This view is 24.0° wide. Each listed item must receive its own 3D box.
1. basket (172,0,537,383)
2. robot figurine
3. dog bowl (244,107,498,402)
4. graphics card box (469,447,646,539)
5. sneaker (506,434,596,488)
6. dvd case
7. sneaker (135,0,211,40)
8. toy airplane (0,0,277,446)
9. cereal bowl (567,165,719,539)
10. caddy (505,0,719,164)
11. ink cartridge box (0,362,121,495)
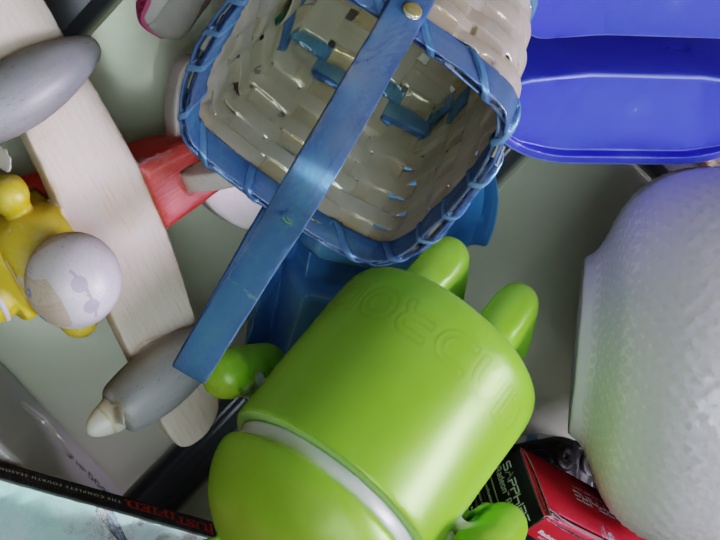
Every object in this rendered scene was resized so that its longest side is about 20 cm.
[{"bbox_3d":[-0.014,-0.060,0.740,0.139,0.200,0.176,29,142,-8],"label":"basket"},{"bbox_3d":[0.006,0.080,0.824,0.175,0.116,0.200,34,67,12],"label":"robot figurine"},{"bbox_3d":[0.000,0.000,0.907,0.111,0.050,0.201,12,111,-17],"label":"dog bowl"},{"bbox_3d":[0.055,0.183,0.933,0.200,0.051,0.125,-38,136,22],"label":"graphics card box"},{"bbox_3d":[0.068,0.129,0.980,0.199,0.072,0.072,6,84,-27],"label":"sneaker"},{"bbox_3d":[-0.144,0.181,0.876,0.199,0.022,0.146,19,106,-20],"label":"dvd case"},{"bbox_3d":[-0.025,-0.178,0.804,0.200,0.081,0.088,-44,114,10],"label":"sneaker"},{"bbox_3d":[-0.128,-0.018,0.819,0.199,0.141,0.200,21,108,-20],"label":"toy airplane"},{"bbox_3d":[0.154,0.043,0.889,0.083,0.200,0.201,6,114,7],"label":"cereal bowl"},{"bbox_3d":[0.134,-0.135,0.849,0.199,0.105,0.142,0,137,-14],"label":"caddy"},{"bbox_3d":[-0.244,0.151,0.901,0.200,0.084,0.146,-37,116,6],"label":"ink cartridge box"}]
